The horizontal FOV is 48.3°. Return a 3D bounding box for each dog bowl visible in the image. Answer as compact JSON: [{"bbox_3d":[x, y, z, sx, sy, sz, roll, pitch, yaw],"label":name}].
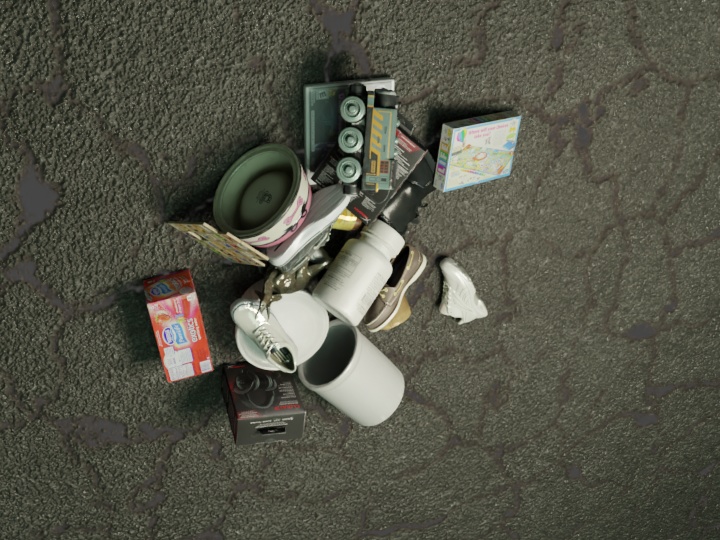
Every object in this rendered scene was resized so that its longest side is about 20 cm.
[{"bbox_3d":[-0.177,-0.133,1.503,0.199,0.201,0.074,-40,140,6],"label":"dog bowl"}]

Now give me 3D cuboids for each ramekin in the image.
[{"bbox_3d":[-0.174,0.103,1.701,0.199,0.094,0.205,-10,123,-16],"label":"ramekin"}]

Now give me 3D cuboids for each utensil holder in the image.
[{"bbox_3d":[-0.016,0.233,1.799,0.170,0.170,0.200,-42,127,7],"label":"utensil holder"}]

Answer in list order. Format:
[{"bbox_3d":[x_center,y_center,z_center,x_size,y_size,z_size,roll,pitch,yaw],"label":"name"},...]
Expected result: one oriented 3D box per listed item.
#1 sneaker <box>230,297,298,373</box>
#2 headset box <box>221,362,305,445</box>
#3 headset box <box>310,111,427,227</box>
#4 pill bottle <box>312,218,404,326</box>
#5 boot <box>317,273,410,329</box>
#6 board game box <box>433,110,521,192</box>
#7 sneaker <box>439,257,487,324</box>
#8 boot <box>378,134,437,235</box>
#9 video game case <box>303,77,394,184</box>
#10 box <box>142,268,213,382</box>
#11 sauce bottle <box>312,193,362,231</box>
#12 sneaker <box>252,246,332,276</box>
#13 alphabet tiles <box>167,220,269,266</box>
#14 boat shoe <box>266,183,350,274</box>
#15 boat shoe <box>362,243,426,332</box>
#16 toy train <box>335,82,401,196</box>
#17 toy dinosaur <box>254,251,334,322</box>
[{"bbox_3d":[-0.184,0.131,1.612,0.073,0.071,0.200,-39,126,6],"label":"sneaker"},{"bbox_3d":[-0.209,0.287,1.725,0.146,0.201,0.078,-2,122,-19],"label":"headset box"},{"bbox_3d":[0.023,-0.211,1.533,0.148,0.077,0.201,37,104,0],"label":"headset box"},{"bbox_3d":[0.000,0.000,1.628,0.114,0.114,0.201,42,78,-35],"label":"pill bottle"},{"bbox_3d":[0.013,0.057,1.767,0.173,0.066,0.202,-25,127,-6],"label":"boot"},{"bbox_3d":[0.241,-0.247,1.652,0.198,0.034,0.136,-17,127,-35],"label":"board game box"},{"bbox_3d":[0.218,0.058,1.843,0.099,0.078,0.201,-32,125,4],"label":"sneaker"},{"bbox_3d":[0.079,-0.176,1.627,0.163,0.073,0.198,-48,136,-2],"label":"boot"},{"bbox_3d":[-0.023,-0.272,1.576,0.179,0.023,0.203,-9,122,-17],"label":"video game case"},{"bbox_3d":[-0.369,0.112,1.628,0.098,0.096,0.203,-15,124,-13],"label":"box"},{"bbox_3d":[-0.091,-0.121,1.615,0.197,0.066,0.067,5,118,-26],"label":"sauce bottle"},{"bbox_3d":[-0.148,-0.026,1.648,0.199,0.076,0.114,37,103,-28],"label":"sneaker"},{"bbox_3d":[-0.260,-0.049,1.523,0.166,0.199,0.008,34,74,-33],"label":"alphabet tiles"},{"bbox_3d":[-0.090,-0.078,1.513,0.200,0.072,0.071,-43,139,2],"label":"boat shoe"},{"bbox_3d":[0.063,0.035,1.704,0.201,0.072,0.059,-55,133,-3],"label":"boat shoe"},{"bbox_3d":[0.014,-0.233,1.452,0.112,0.085,0.204,4,98,-3],"label":"toy train"},{"bbox_3d":[-0.143,0.011,1.592,0.199,0.077,0.104,-27,135,-38],"label":"toy dinosaur"}]
